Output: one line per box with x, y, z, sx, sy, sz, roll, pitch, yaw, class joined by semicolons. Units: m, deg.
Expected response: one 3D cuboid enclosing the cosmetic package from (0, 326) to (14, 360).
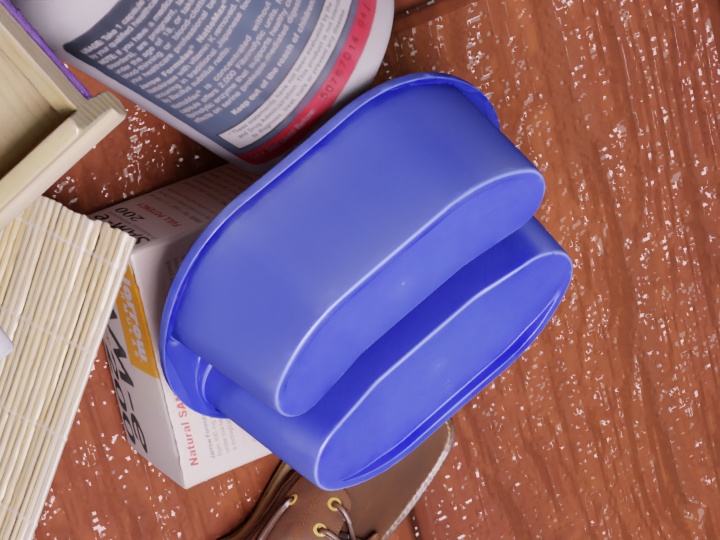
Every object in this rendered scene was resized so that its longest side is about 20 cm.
-0.281;0.010;1.025;0.199;0.123;0.200;-41;118;-14;cosmetic package

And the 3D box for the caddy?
0.000;0.000;1.200;0.200;0.105;0.142;-40;143;-13;caddy

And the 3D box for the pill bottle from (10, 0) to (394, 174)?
-0.093;-0.138;1.184;0.200;0.119;0.120;31;89;-32;pill bottle

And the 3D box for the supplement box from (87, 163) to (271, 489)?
-0.027;0.006;1.290;0.199;0.073;0.127;-21;114;-22;supplement box

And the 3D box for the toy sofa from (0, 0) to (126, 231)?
-0.194;-0.113;1.100;0.083;0.098;0.200;-40;94;16;toy sofa

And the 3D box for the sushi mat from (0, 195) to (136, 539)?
-0.174;0.060;1.221;0.012;0.095;0.201;8;103;-68;sushi mat

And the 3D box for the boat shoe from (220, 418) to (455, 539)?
-0.021;0.140;1.336;0.200;0.067;0.072;-44;120;-11;boat shoe
